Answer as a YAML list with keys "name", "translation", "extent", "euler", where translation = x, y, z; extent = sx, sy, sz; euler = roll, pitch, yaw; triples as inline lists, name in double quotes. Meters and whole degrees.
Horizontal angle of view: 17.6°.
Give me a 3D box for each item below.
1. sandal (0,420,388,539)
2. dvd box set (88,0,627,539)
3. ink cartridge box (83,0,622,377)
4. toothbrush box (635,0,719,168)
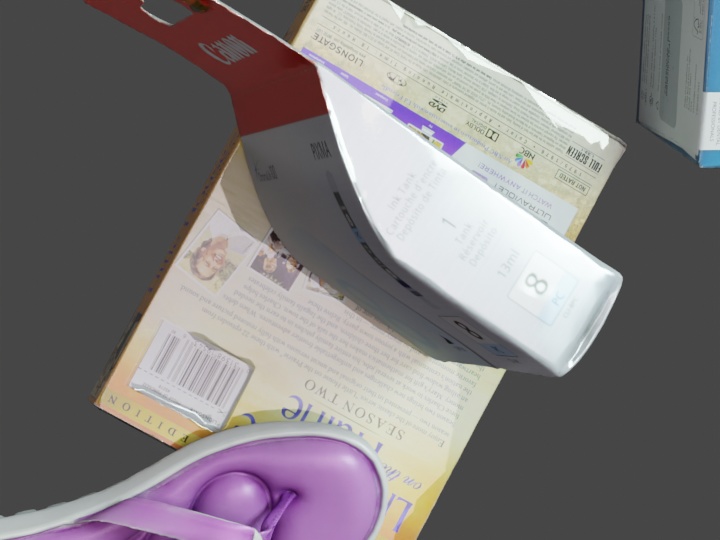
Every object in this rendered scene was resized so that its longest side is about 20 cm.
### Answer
- name: "sandal"
  translation: [-0.083, 0.120, 0.908]
  extent: [0.202, 0.050, 0.083]
  euler: [-18, 114, 2]
- name: "dvd box set"
  translation: [0.000, 0.000, 0.946]
  extent: [0.146, 0.029, 0.200]
  euler: [29, 86, -12]
- name: "ink cartridge box"
  translation: [-0.018, -0.034, 0.843]
  extent: [0.200, 0.160, 0.047]
  euler: [33, 83, -12]
- name: "toothbrush box"
  translation: [0.221, -0.123, 0.946]
  extent: [0.199, 0.085, 0.147]
  euler: [-3, 107, -11]
